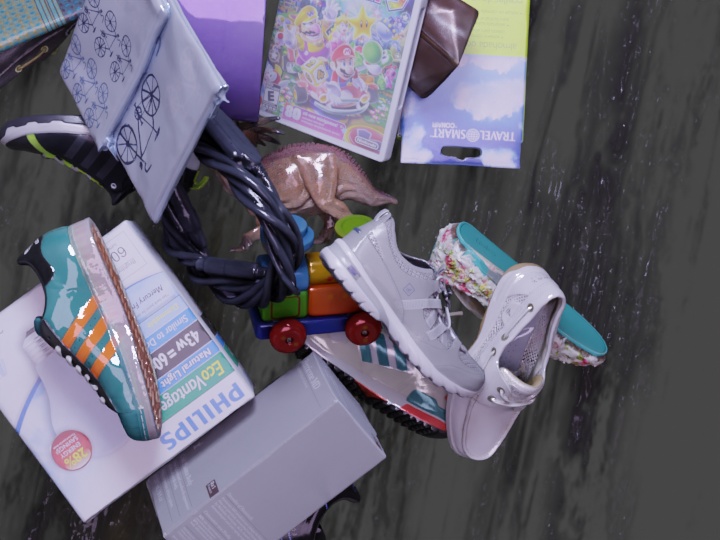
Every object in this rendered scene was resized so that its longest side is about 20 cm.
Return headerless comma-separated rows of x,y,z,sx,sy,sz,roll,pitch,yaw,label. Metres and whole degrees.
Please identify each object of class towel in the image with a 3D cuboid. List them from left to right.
-0.353,-0.245,1.499,0.199,0.022,0.147,-23,55,-3,towel

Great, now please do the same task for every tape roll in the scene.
-0.126,-0.235,1.464,0.085,0.200,0.201,4,93,-3,tape roll

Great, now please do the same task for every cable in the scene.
-0.122,-0.042,1.423,0.051,0.163,0.200,-22,62,-41,cable

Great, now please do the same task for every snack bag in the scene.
-0.191,-0.163,1.401,0.021,0.189,0.200,-12,60,-37,snack bag

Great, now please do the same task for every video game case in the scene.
-0.015,-0.216,1.501,0.143,0.018,0.201,23,113,23,video game case

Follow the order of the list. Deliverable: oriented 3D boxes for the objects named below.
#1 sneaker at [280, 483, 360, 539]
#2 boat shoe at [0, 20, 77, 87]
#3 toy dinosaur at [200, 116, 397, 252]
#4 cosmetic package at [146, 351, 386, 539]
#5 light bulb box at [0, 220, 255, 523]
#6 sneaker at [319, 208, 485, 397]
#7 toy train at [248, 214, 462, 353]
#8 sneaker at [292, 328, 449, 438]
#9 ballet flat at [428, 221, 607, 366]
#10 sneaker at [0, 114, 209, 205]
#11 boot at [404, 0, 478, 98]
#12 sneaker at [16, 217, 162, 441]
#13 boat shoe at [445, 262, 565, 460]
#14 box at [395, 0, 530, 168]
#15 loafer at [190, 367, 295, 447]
-0.086,0.259,1.556,0.078,0.070,0.200,43,89,2,sneaker
-0.316,-0.223,1.525,0.201,0.061,0.072,-33,52,-8,boat shoe
-0.063,-0.090,1.532,0.199,0.086,0.136,-4,93,-3,toy dinosaur
-0.085,0.178,1.480,0.200,0.107,0.090,-41,117,2,cosmetic package
-0.230,0.090,1.511,0.198,0.125,0.200,-37,94,-2,light bulb box
0.055,0.033,1.436,0.082,0.075,0.200,-42,116,0,sneaker
0.000,0.000,1.483,0.199,0.085,0.116,-5,125,-12,toy train
0.018,0.075,1.563,0.199,0.070,0.094,33,75,-3,sneaker
0.146,0.032,1.570,0.200,0.076,0.064,41,121,0,ballet flat
-0.241,-0.102,1.517,0.199,0.072,0.083,3,95,9,sneaker
0.045,-0.281,1.495,0.200,0.064,0.187,41,117,19,boot
-0.234,0.060,1.416,0.080,0.071,0.201,-21,88,2,sneaker
0.135,0.095,1.502,0.071,0.069,0.201,4,113,-30,boat shoe
0.097,-0.199,1.556,0.122,0.048,0.201,2,93,-3,box
-0.112,0.168,1.562,0.200,0.063,0.072,-39,117,3,loafer
